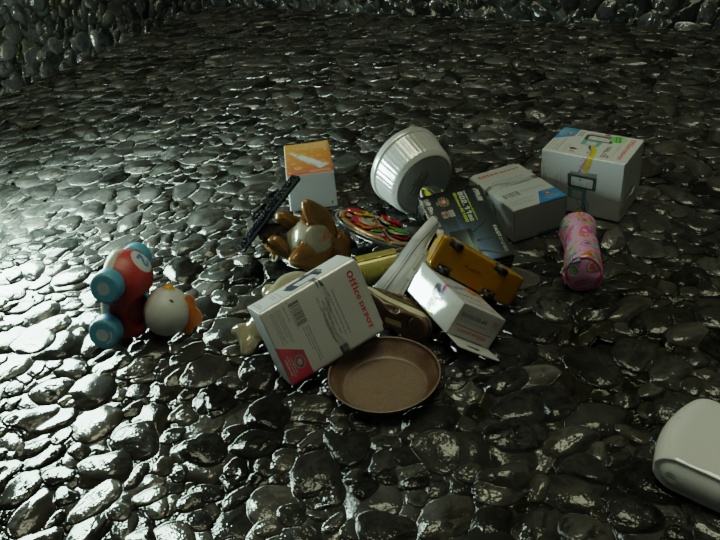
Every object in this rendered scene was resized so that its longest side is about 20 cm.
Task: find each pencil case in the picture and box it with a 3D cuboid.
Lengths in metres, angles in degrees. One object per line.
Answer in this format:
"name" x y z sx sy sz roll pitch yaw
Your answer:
"pencil case" 0.451 -0.041 1.582 0.085 0.089 0.201 2 34 12

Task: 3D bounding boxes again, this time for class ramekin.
"ramekin" 0.129 -0.230 1.835 0.199 0.205 0.095 -21 47 -23

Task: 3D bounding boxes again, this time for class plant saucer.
"plant saucer" 0.042 0.189 1.329 0.195 0.037 0.202 -5 32 3

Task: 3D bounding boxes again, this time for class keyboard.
"keyboard" -0.209 -0.131 1.660 0.201 0.039 0.104 -53 15 -7

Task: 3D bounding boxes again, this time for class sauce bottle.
"sauce bottle" 0.000 0.000 1.606 0.195 0.066 0.065 -11 32 -10

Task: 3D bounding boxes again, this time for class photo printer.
"photo printer" 0.527 0.270 1.092 0.197 0.071 0.165 21 41 36

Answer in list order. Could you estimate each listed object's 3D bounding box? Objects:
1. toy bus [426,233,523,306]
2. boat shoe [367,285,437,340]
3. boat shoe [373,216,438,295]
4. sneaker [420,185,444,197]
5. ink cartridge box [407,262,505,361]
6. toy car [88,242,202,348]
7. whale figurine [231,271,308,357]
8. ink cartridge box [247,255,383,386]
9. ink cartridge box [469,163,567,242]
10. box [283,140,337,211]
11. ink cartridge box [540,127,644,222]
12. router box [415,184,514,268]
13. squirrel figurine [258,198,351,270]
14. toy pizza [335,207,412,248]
"toy bus" 0.217 -0.004 1.472 0.197 0.066 0.078 27 11 -19
"boat shoe" 0.062 0.076 1.482 0.200 0.076 0.074 26 32 29
"boat shoe" 0.106 -0.015 1.560 0.066 0.074 0.201 38 84 1
"sneaker" 0.183 -0.097 1.729 0.073 0.085 0.203 -7 53 -9
"ink cartridge box" 0.184 0.074 1.408 0.114 0.069 0.200 21 17 -34
"toy car" -0.400 0.057 1.502 0.195 0.181 0.185 10 21 1
"whale figurine" -0.147 0.095 1.471 0.198 0.104 0.160 -35 52 -2
"ink cartridge box" -0.078 0.084 1.365 0.198 0.147 0.084 -30 17 -17
"ink cartridge box" 0.361 -0.161 1.783 0.142 0.085 0.200 -17 34 -17
"box" -0.131 -0.247 1.985 0.121 0.099 0.201 -8 32 -4
"ink cartridge box" 0.541 -0.228 1.800 0.197 0.149 0.146 16 38 30
"router box" 0.218 -0.077 1.626 0.147 0.063 0.203 -13 58 -13
"squirrel figurine" -0.123 -0.060 1.677 0.197 0.145 0.185 13 -12 -40
"toy pizza" 0.039 -0.099 1.709 0.196 0.032 0.201 19 17 -6
